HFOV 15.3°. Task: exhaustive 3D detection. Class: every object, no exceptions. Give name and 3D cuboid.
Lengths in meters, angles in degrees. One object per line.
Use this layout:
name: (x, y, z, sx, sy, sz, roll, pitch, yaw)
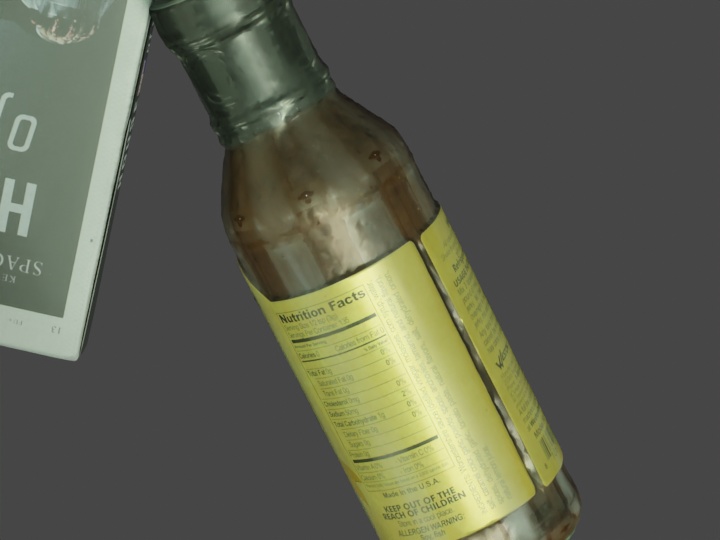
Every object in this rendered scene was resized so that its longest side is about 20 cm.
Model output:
sauce bottle: (0.000, 0.000, 0.800, 0.064, 0.065, 0.201, -24, 104, 6)
dvd case: (-0.136, -0.083, 0.795, 0.150, 0.025, 0.201, 12, 105, -4)
